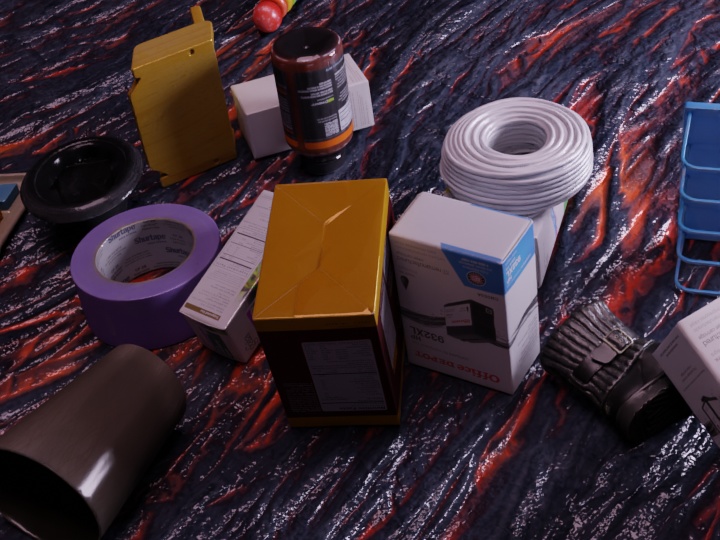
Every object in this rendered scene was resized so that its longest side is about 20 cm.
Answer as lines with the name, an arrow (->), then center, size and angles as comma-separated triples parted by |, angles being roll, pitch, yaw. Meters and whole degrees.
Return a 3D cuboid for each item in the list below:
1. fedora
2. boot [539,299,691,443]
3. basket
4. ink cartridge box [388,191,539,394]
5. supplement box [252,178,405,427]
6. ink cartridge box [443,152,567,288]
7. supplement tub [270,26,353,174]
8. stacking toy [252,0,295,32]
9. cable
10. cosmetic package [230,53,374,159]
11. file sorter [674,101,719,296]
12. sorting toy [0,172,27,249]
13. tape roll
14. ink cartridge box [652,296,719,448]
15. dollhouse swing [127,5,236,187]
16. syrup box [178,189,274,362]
fedora -> -0.392, -0.106, 1.706 | 0.197, 0.093, 0.202 | -6, 38, 5
boot -> 0.322, 0.087, 1.330 | 0.209, 0.080, 0.158 | -26, 41, -19
basket -> -0.291, 0.185, 1.299 | 0.178, 0.138, 0.200 | 9, 38, 30
ink cartridge box -> 0.121, 0.028, 1.348 | 0.143, 0.202, 0.084 | 15, 46, 28
supplement box -> -0.026, 0.039, 1.341 | 0.130, 0.202, 0.199 | -3, 48, 10
ink cartridge box -> 0.186, -0.077, 1.556 | 0.143, 0.085, 0.201 | 6, 42, 19
supplement tub -> -0.067, -0.242, 1.718 | 0.105, 0.202, 0.108 | -5, 38, 4
stacking toy -> -0.145, -0.505, 2.167 | 0.084, 0.086, 0.202 | 4, 46, 16
cable -> 0.197, -0.148, 1.516 | 0.198, 0.070, 0.200 | -24, 41, -17
cosmetic package -> -0.090, -0.257, 1.835 | 0.197, 0.086, 0.108 | -17, 38, -9
file sorter -> 0.448, -0.080, 1.415 | 0.137, 0.202, 0.123 | 6, 43, 18
sorting toy -> -0.594, -0.083, 1.764 | 0.182, 0.037, 0.201 | -2, 39, 9
tape roll -> -0.273, 0.005, 1.551 | 0.197, 0.086, 0.201 | -6, 39, 5
ink cartridge box -> 0.419, 0.119, 1.201 | 0.145, 0.085, 0.201 | -27, 69, -19
dollhouse swing -> -0.282, -0.278, 1.807 | 0.180, 0.202, 0.176 | -24, 41, -18
syrup box -> -0.132, 0.006, 1.483 | 0.081, 0.079, 0.201 | 18, 63, 30
